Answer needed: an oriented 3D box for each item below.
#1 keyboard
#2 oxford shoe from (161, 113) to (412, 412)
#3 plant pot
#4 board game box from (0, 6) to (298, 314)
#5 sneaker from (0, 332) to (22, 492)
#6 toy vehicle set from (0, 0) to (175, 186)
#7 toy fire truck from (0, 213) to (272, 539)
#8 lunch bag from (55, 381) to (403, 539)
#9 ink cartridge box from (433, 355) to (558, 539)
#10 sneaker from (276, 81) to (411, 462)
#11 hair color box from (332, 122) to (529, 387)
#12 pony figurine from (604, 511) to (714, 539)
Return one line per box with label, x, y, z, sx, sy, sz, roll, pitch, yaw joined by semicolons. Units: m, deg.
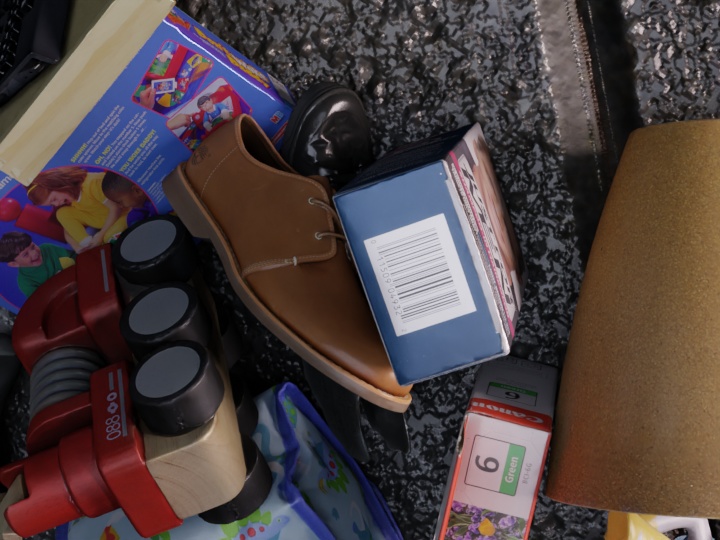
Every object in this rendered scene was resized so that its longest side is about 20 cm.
keyboard;-0.179;-0.178;0.744;0.104;0.201;0.040;-32;134;32
oxford shoe;-0.030;-0.009;0.742;0.071;0.071;0.200;-47;65;13
plant pot;0.192;0.024;0.756;0.185;0.186;0.202;-1;86;9
board game box;-0.148;-0.058;0.812;0.134;0.045;0.200;33;107;-35
sneaker;-0.257;0.127;0.894;0.079;0.076;0.201;31;112;-9
toy vehicle set;-0.169;-0.149;0.766;0.026;0.200;0.124;32;109;-36
toy fire truck;-0.160;0.091;0.773;0.199;0.177;0.129;-21;129;1
lunch bag;-0.064;0.188;0.843;0.169;0.128;0.200;-26;125;13
ink cartridge box;0.073;0.124;0.767;0.050;0.200;0.110;13;103;6
sneaker;-0.003;0.000;0.803;0.060;0.104;0.201;-6;114;-35
hair color box;0.044;-0.017;0.744;0.060;0.200;0.101;-17;98;12
pony figurine;0.216;0.219;0.783;0.198;0.166;0.195;6;84;-23
